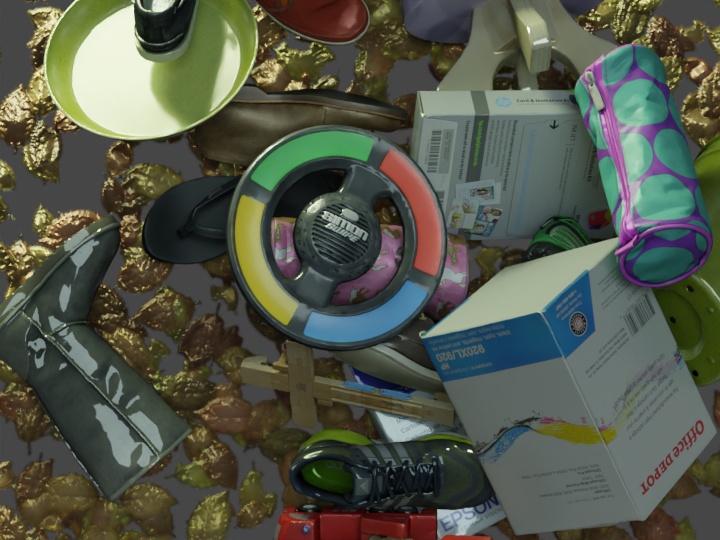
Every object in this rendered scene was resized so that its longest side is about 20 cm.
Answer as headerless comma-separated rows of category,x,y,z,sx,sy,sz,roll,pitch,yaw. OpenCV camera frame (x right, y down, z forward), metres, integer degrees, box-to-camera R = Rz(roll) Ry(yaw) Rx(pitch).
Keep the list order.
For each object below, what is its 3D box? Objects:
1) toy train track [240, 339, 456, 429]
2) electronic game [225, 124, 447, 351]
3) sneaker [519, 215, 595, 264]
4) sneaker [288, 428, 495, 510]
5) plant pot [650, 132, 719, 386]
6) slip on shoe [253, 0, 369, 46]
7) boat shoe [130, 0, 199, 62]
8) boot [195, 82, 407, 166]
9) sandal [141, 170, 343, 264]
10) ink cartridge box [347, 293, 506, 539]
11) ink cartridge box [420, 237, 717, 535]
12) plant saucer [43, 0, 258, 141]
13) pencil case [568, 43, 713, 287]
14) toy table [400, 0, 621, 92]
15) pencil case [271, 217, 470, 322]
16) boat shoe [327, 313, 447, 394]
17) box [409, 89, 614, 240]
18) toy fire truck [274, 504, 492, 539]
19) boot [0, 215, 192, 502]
toy train track,-0.009,0.102,1.648,0.199,0.115,0.033,11,47,12
electronic game,-0.020,-0.029,1.602,0.198,0.042,0.202,3,79,-13
sneaker,0.234,0.027,1.693,0.200,0.078,0.085,47,45,-20
sneaker,0.026,0.186,1.621,0.199,0.081,0.074,-2,101,20
plant pot,0.325,0.002,1.621,0.193,0.200,0.201,-36,88,-37
slip on shoe,-0.065,-0.271,1.686,0.200,0.061,0.074,35,74,-31
boat shoe,-0.178,-0.289,1.670,0.074,0.066,0.201,4,60,8
boot,-0.056,-0.133,1.701,0.198,0.074,0.076,3,97,1
sandal,-0.107,-0.058,1.690,0.199,0.043,0.077,-14,84,-8
ink cartridge box,0.115,0.127,1.694,0.199,0.041,0.201,-27,86,-9
ink cartridge box,0.180,0.101,1.562,0.147,0.144,0.201,-36,105,-44
plant saucer,-0.189,-0.193,1.671,0.198,0.031,0.201,-4,58,6
pencil case,0.234,-0.089,1.533,0.092,0.085,0.201,17,48,-35
toy table,0.147,-0.212,1.686,0.199,0.184,0.118,-16,68,8
pencil case,0.000,0.000,1.666,0.198,0.083,0.087,7,80,-13
boat shoe,0.056,0.073,1.646,0.199,0.072,0.060,21,71,0
box,0.144,-0.095,1.674,0.198,0.157,0.041,-1,45,-6
toy fire truck,0.017,0.244,1.598,0.198,0.141,0.049,0,95,7
boot,-0.225,0.078,1.645,0.182,0.073,0.200,-45,83,4
